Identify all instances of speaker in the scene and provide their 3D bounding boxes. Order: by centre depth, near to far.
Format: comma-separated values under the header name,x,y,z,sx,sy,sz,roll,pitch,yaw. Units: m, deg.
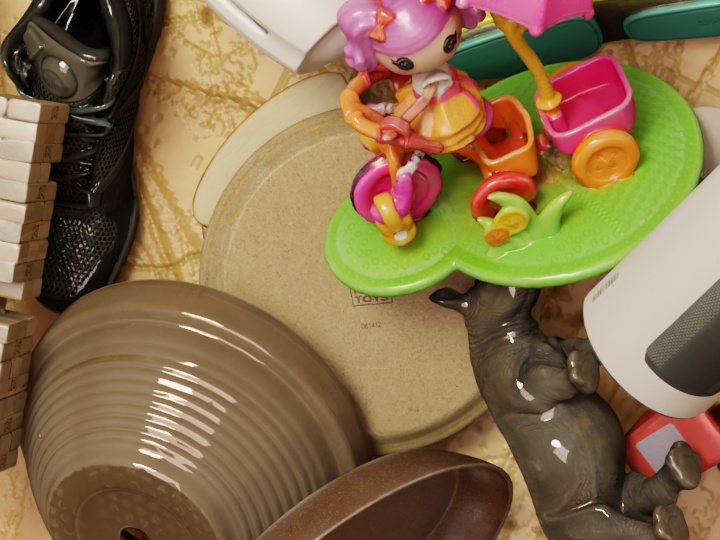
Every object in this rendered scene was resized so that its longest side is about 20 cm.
name,x,y,z,sx,sy,sz,roll,pitch,yaw
speaker,0.190,-0.022,1.017,0.081,0.081,0.200,46,126,5

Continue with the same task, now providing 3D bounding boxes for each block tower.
name,x,y,z,sx,sy,sz,roll,pitch,yaw
block tower,-0.195,0.010,1.155,0.054,0.058,0.202,11,95,9

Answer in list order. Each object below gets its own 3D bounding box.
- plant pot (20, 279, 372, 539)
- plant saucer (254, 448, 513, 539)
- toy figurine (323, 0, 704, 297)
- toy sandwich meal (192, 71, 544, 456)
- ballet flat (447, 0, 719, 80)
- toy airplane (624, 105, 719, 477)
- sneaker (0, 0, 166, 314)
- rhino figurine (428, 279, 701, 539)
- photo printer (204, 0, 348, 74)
name,x,y,z,sx,sy,sz,roll,pitch,yaw
plant pot,-0.100,0.113,1.179,0.199,0.093,0.202,10,127,14
plant saucer,-0.010,0.157,1.165,0.200,0.200,0.035,-45,65,10
toy figurine,0.050,-0.098,1.070,0.199,0.185,0.151,-21,45,4
toy sandwich meal,0.000,0.000,1.215,0.203,0.070,0.207,0,95,-1
ballet flat,0.128,-0.148,1.187,0.198,0.067,0.068,-9,70,8
toy airplane,0.237,0.029,1.130,0.198,0.141,0.201,10,94,10
sneaker,-0.159,-0.073,1.215,0.076,0.114,0.201,14,98,11
rhino figurine,0.095,0.058,1.134,0.087,0.060,0.201,-35,79,46
photo printer,-0.016,-0.198,1.145,0.200,0.069,0.167,-35,81,-32
